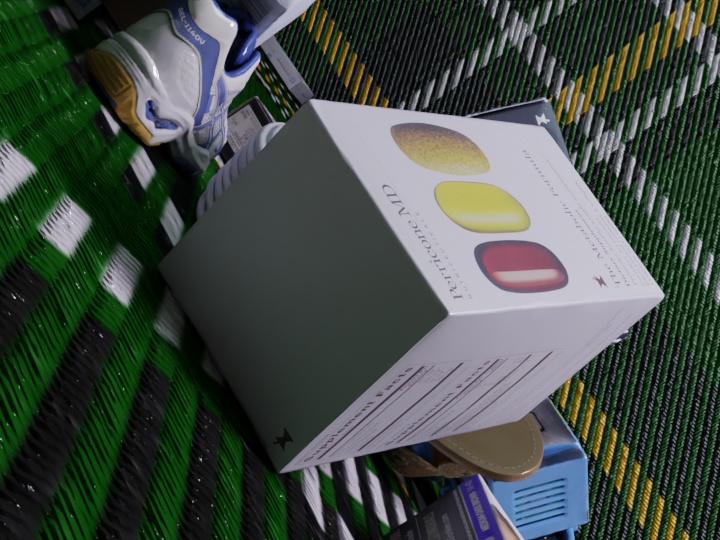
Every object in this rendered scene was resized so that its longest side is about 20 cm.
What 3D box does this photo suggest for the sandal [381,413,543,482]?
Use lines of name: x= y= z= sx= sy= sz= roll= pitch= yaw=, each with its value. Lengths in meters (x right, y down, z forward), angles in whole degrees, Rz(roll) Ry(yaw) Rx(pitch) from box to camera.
sandal: x=0.039 y=0.097 z=0.938 sx=0.212 sy=0.077 sz=0.070 roll=40 pitch=-50 yaw=44

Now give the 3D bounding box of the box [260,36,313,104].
box: x=-0.189 y=-0.493 z=3.412 sx=0.201 sy=0.041 sz=0.156 roll=56 pitch=4 yaw=9

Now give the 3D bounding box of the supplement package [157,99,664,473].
supplement package: x=0.029 y=0.005 z=0.663 sx=0.199 sy=0.110 sz=0.114 roll=-3 pitch=55 yaw=-55

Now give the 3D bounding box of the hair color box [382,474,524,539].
hair color box: x=0.092 y=0.204 z=0.678 sx=0.200 sy=0.065 sz=0.109 roll=54 pitch=4 yaw=-14

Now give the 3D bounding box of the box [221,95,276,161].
box: x=-0.032 y=-0.022 z=1.162 sx=0.201 sy=0.050 sz=0.158 roll=59 pitch=4 yaw=33

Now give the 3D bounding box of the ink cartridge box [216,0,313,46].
ink cartridge box: x=-0.004 y=-0.211 z=0.903 sx=0.047 sy=0.200 sz=0.160 roll=54 pitch=-17 yaw=-6

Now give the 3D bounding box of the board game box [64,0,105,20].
board game box: x=-0.170 y=-0.270 z=0.857 sx=0.200 sy=0.134 sz=0.045 roll=54 pitch=3 yaw=-15

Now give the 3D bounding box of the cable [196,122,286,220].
cable: x=0.000 y=0.000 z=0.840 sx=0.200 sy=0.069 sz=0.200 roll=45 pitch=18 yaw=4

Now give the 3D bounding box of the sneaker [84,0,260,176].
sneaker: x=-0.092 y=-0.111 z=0.862 sx=0.075 sy=0.088 sz=0.200 roll=54 pitch=2 yaw=1

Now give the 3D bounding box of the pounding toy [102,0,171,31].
pounding toy: x=-0.156 y=-0.246 z=1.067 sx=0.201 sy=0.142 sz=0.184 roll=55 pitch=16 yaw=-4

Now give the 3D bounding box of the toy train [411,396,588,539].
toy train: x=0.092 y=0.122 z=1.008 sx=0.200 sy=0.086 sz=0.115 roll=-118 pitch=-159 yaw=-56

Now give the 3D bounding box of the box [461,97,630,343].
box: x=0.094 y=-0.007 z=1.197 sx=0.196 sy=0.123 sz=0.201 roll=-32 pitch=-105 yaw=63
